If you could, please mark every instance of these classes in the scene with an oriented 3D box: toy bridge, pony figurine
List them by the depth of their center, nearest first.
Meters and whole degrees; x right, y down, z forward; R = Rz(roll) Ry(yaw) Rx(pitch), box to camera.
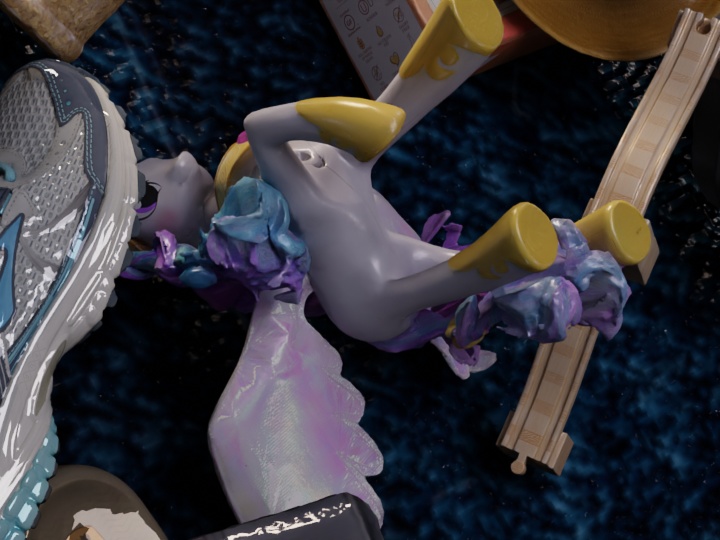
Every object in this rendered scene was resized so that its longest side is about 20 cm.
[{"bbox_3d":[0.000,0.000,0.910,0.193,0.200,0.167,52,44,-23],"label":"pony figurine"},{"bbox_3d":[0.101,-0.011,0.987,0.027,0.067,0.200,22,83,13],"label":"toy bridge"}]

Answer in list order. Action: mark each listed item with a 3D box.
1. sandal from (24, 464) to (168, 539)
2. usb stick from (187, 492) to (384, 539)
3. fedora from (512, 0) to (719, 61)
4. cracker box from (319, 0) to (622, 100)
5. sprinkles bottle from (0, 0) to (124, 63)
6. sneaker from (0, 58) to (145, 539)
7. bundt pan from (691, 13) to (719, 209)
[{"bbox_3d":[-0.053,0.151,0.873,0.080,0.054,0.200,-35,91,-37],"label":"sandal"},{"bbox_3d":[-0.083,0.125,0.835,0.200,0.033,0.055,-16,71,-12],"label":"usb stick"},{"bbox_3d":[0.127,-0.181,1.004,0.201,0.082,0.201,-8,103,-40],"label":"fedora"},{"bbox_3d":[0.022,-0.181,1.061,0.134,0.058,0.200,-23,85,-39],"label":"cracker box"},{"bbox_3d":[-0.066,-0.170,0.933,0.068,0.068,0.200,44,89,-10],"label":"sprinkles bottle"},{"bbox_3d":[-0.136,0.007,0.852,0.086,0.078,0.200,30,59,-35],"label":"sneaker"},{"bbox_3d":[0.233,-0.046,1.082,0.202,0.076,0.202,10,28,-5],"label":"bundt pan"}]
